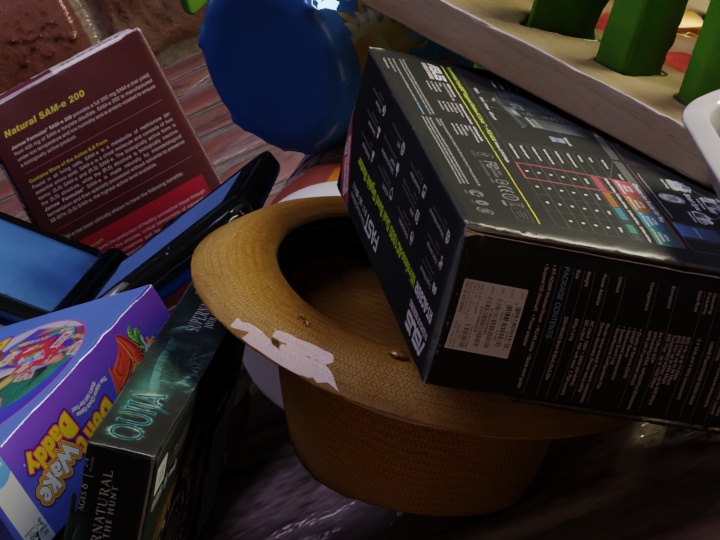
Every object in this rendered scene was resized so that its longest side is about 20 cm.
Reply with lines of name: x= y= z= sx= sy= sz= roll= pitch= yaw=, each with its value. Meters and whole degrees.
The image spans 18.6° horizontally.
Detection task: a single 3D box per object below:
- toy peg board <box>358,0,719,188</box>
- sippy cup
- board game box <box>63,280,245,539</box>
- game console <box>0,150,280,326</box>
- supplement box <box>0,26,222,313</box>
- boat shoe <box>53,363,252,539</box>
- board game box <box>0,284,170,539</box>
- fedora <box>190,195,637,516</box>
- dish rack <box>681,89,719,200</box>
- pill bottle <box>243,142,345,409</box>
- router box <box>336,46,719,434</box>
toy peg board: x=0.141 y=-0.122 z=0.908 sx=0.199 sy=0.098 sz=0.200 roll=-7 pitch=31 yaw=-46
sippy cup: x=-0.007 y=-0.126 z=1.110 sx=0.177 sy=0.140 sz=0.130 roll=-21 pitch=12 yaw=46
board game box: x=-0.080 y=0.094 z=0.840 sx=0.028 sy=0.136 sz=0.200 roll=12 pitch=17 yaw=3
game console: x=-0.146 y=-0.032 z=1.140 sx=0.170 sy=0.118 sz=0.200 roll=-37 pitch=8 yaw=9
supplement box: x=-0.132 y=-0.030 z=1.286 sx=0.109 sy=0.201 sz=0.061 roll=-28 pitch=12 yaw=-8
boat shoe: x=-0.103 y=0.098 z=1.019 sx=0.072 sy=0.068 sz=0.200 roll=5 pitch=24 yaw=22
board game box: x=-0.182 y=0.080 z=0.969 sx=0.199 sy=0.045 sz=0.135 roll=-15 pitch=25 yaw=41
fedora: x=0.022 y=0.039 z=0.860 sx=0.200 sy=0.082 sz=0.201 roll=10 pitch=22 yaw=-4
dish rack: x=0.216 y=-0.025 z=0.723 sx=0.199 sy=0.044 sz=0.172 roll=-7 pitch=26 yaw=-2
pill bottle: x=0.000 y=0.000 z=1.089 sx=0.112 sy=0.113 sz=0.200 roll=-24 pitch=13 yaw=15
router box: x=0.082 y=-0.014 z=0.816 sx=0.149 sy=0.062 sz=0.200 roll=9 pitch=21 yaw=-13
